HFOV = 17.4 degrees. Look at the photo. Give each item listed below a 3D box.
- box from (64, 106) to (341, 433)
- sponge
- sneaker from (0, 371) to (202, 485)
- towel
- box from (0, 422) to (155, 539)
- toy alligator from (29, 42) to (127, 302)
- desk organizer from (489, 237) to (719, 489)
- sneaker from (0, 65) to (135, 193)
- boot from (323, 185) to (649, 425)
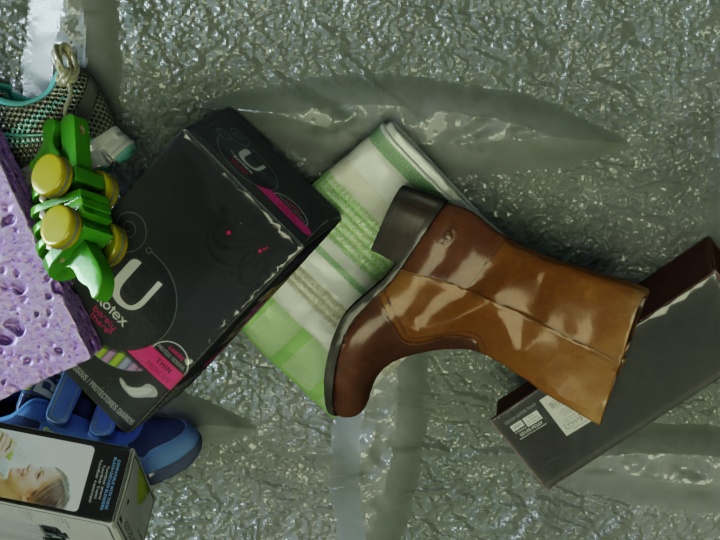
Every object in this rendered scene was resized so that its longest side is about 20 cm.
[{"bbox_3d":[-0.130,-0.001,1.694,0.122,0.106,0.200,44,110,3],"label":"box"},{"bbox_3d":[-0.272,-0.011,1.662,0.111,0.030,0.200,-23,95,20],"label":"sponge"},{"bbox_3d":[-0.220,0.120,1.785,0.199,0.074,0.082,1,111,3],"label":"sneaker"},{"bbox_3d":[0.000,0.000,1.745,0.200,0.031,0.149,-40,102,21],"label":"towel"},{"bbox_3d":[-0.256,0.155,1.705,0.200,0.060,0.117,10,157,9],"label":"box"},{"bbox_3d":[-0.208,-0.062,1.636,0.054,0.200,0.059,-27,153,28],"label":"toy alligator"},{"bbox_3d":[0.196,0.067,1.728,0.200,0.077,0.072,-35,106,17],"label":"desk organizer"},{"bbox_3d":[-0.265,-0.091,1.708,0.200,0.078,0.091,-18,94,8],"label":"sneaker"},{"bbox_3d":[0.087,0.057,1.697,0.200,0.068,0.189,25,102,7],"label":"boot"}]
